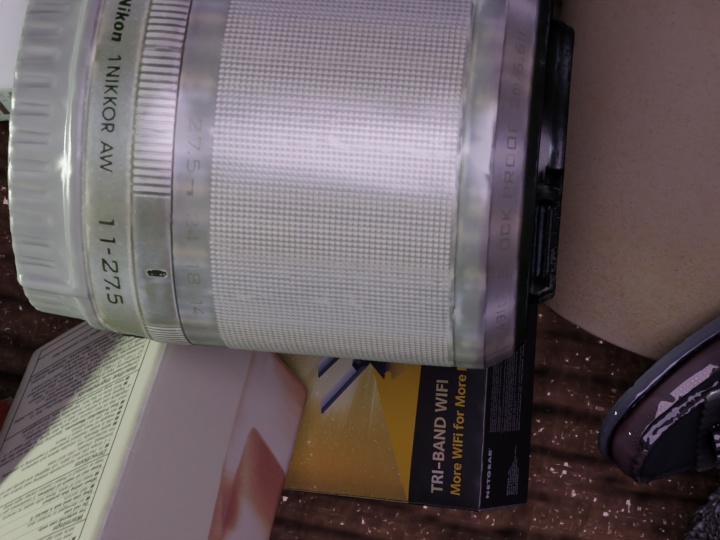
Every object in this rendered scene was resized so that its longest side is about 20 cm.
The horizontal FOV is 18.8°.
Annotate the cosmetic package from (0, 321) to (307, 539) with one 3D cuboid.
[{"bbox_3d":[-0.098,0.106,0.874,0.103,0.200,0.087,-26,119,30],"label":"cosmetic package"}]

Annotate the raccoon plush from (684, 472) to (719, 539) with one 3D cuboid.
[{"bbox_3d":[0.166,0.112,1.010,0.199,0.134,0.097,-23,135,20],"label":"raccoon plush"}]

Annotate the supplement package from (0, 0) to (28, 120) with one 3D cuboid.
[{"bbox_3d":[-0.225,-0.117,0.877,0.199,0.110,0.114,-3,88,-4],"label":"supplement package"}]

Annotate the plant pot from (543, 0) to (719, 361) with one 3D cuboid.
[{"bbox_3d":[0.155,-0.066,0.968,0.187,0.187,0.201,21,105,-3],"label":"plant pot"}]

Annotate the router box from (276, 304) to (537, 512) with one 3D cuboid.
[{"bbox_3d":[0.000,0.000,0.969,0.157,0.052,0.201,2,89,29],"label":"router box"}]

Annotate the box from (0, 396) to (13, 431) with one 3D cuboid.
[{"bbox_3d":[-0.226,0.148,0.959,0.199,0.095,0.103,-26,92,3],"label":"box"}]

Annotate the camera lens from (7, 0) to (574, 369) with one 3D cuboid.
[{"bbox_3d":[-0.021,-0.048,0.837,0.199,0.160,0.161,5,89,5],"label":"camera lens"}]

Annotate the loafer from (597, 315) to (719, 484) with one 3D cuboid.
[{"bbox_3d":[0.197,0.042,0.942,0.200,0.072,0.063,-28,58,-19],"label":"loafer"}]
